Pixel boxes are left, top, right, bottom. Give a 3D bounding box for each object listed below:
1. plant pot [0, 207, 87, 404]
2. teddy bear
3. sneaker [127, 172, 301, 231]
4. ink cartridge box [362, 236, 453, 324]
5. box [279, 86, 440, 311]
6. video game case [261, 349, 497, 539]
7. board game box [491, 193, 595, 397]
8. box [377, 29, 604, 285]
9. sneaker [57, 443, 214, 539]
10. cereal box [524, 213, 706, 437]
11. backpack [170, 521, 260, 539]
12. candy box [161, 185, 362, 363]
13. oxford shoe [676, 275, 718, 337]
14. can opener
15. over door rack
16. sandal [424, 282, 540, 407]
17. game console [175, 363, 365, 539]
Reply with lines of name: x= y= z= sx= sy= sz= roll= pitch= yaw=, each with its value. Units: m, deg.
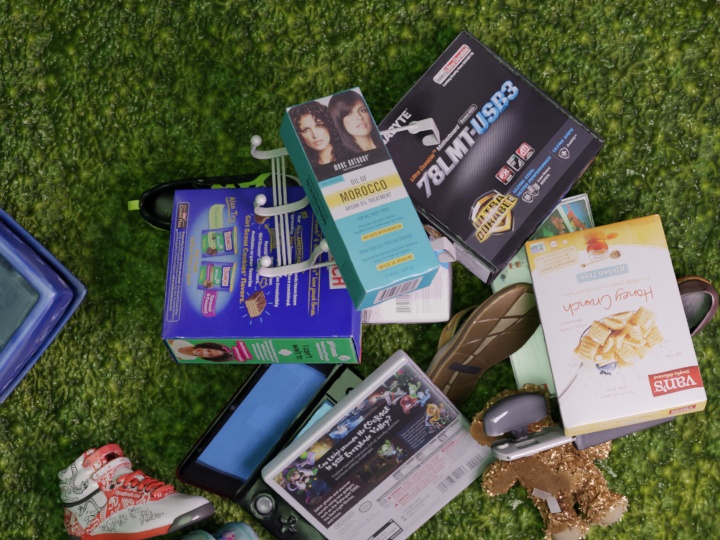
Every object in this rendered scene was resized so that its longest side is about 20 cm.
plant pot: x=-0.427 y=0.035 z=1.536 sx=0.199 sy=0.180 sz=0.201 roll=40 pitch=95 yaw=5
teddy bear: x=0.199 y=0.205 z=1.496 sx=0.199 sy=0.067 sz=0.145 roll=38 pitch=124 yaw=-5
sneaker: x=-0.156 y=-0.068 z=1.548 sx=0.197 sy=0.083 sz=0.073 roll=-5 pitch=90 yaw=8
ink cartridge box: x=0.000 y=0.000 z=1.533 sx=0.197 sy=0.068 sz=0.118 roll=-1 pitch=86 yaw=7
box: x=-0.002 y=-0.070 z=1.341 sx=0.081 sy=0.049 sz=0.202 roll=-18 pitch=72 yaw=-18
video game case: x=0.023 y=0.207 z=1.507 sx=0.199 sy=0.023 sz=0.182 roll=-41 pitch=119 yaw=6
board game box: x=0.209 y=0.031 z=1.522 sx=0.124 sy=0.035 sz=0.203 roll=-14 pitch=88 yaw=6
box: x=0.123 y=-0.122 z=1.492 sx=0.198 sy=0.050 sz=0.200 roll=40 pitch=72 yaw=8
sneaker: x=-0.253 y=0.240 z=1.543 sx=0.199 sy=0.067 sz=0.110 roll=-18 pitch=84 yaw=33
cereal box: x=0.252 y=0.054 z=1.407 sx=0.142 sy=0.040 sz=0.203 roll=-12 pitch=67 yaw=4
backpack: x=-0.151 y=0.357 z=1.490 sx=0.149 sy=0.200 sz=0.179 roll=-29 pitch=85 yaw=-13
candy box: x=-0.096 y=0.005 z=1.452 sx=0.197 sy=0.077 sz=0.172 roll=-1 pitch=67 yaw=8
oxford shoe: x=0.284 y=0.077 z=1.458 sx=0.200 sy=0.073 sz=0.071 roll=-43 pitch=87 yaw=8
can opener: x=0.220 y=0.143 z=1.419 sx=0.197 sy=0.053 sz=0.068 roll=-16 pitch=103 yaw=-11
over door rack: x=-0.010 y=-0.079 z=1.401 sx=0.197 sy=0.067 sz=0.150 roll=-6 pitch=67 yaw=1
sandal: x=0.116 y=0.077 z=1.505 sx=0.200 sy=0.080 sz=0.054 roll=-51 pitch=40 yaw=30
game console: x=-0.067 y=0.194 z=1.517 sx=0.172 sy=0.119 sz=0.201 roll=40 pitch=95 yaw=7
